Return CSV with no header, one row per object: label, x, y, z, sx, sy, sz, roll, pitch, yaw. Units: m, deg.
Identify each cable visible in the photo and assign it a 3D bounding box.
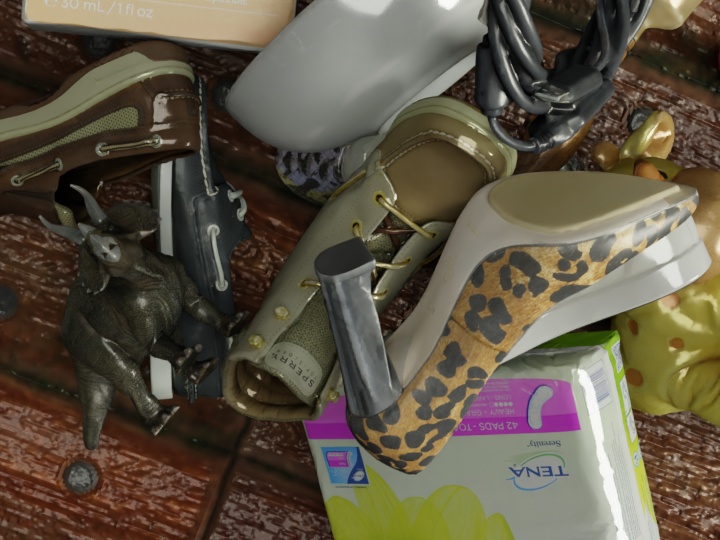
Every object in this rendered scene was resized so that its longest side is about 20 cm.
cable,0.106,-0.162,0.937,0.051,0.200,0.164,4,120,31

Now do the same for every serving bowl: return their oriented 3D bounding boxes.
serving bowl,0.022,-0.126,0.994,0.200,0.200,0.066,-37,87,-3

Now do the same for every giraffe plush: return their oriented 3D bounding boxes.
giraffe plush,0.189,-0.002,1.047,0.199,0.173,0.163,-15,119,24

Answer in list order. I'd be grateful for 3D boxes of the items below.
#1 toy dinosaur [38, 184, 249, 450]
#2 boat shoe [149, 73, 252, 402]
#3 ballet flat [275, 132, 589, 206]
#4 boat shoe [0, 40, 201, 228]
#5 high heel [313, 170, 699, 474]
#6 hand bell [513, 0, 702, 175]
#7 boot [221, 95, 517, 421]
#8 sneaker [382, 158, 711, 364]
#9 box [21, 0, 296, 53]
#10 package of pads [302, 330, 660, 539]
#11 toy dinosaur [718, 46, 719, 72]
toy dinosaur,-0.130,0.028,1.008,0.102,0.200,0.077,42,55,9
boat shoe,-0.094,-0.021,1.061,0.060,0.076,0.201,0,108,-8
ballet flat,0.050,-0.059,1.077,0.199,0.072,0.072,8,95,-9
boat shoe,-0.176,-0.054,1.005,0.202,0.075,0.075,-26,76,26
high heel,0.082,0.028,0.922,0.199,0.072,0.143,-15,124,-2
hand bell,0.148,-0.130,1.053,0.104,0.104,0.201,34,84,-10
boot,0.000,0.000,0.966,0.072,0.200,0.155,38,61,-8
sneaker,0.083,-0.001,0.972,0.199,0.073,0.085,-25,99,15
box,-0.108,-0.230,1.016,0.151,0.106,0.201,4,96,-9
package of pads,0.068,0.121,1.043,0.199,0.068,0.155,-6,106,34
toy dinosaur,0.276,-0.201,1.110,0.181,0.105,0.200,-39,63,10
